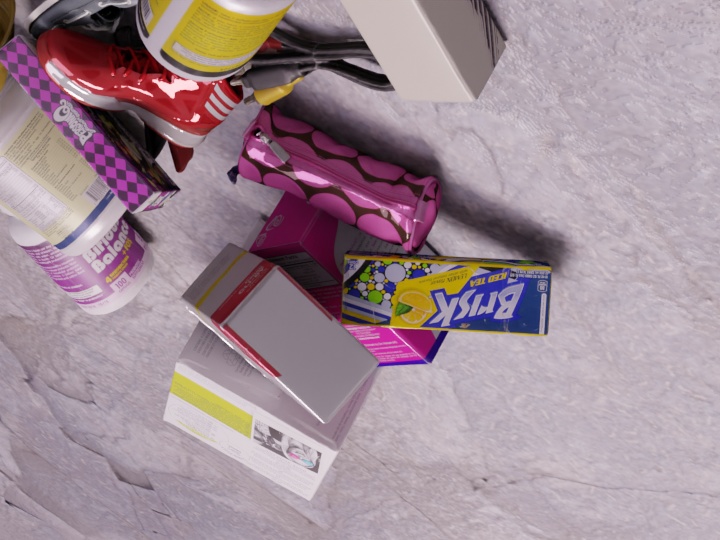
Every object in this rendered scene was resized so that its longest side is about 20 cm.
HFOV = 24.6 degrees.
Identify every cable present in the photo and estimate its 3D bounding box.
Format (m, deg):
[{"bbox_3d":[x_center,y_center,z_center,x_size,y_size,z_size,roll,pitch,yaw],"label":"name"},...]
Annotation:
[{"bbox_3d":[-0.047,-0.199,1.493,0.199,0.050,0.097,-5,121,31],"label":"cable"}]

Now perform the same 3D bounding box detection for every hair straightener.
[{"bbox_3d":[-0.222,-0.178,1.676,0.077,0.041,0.200,20,152,18],"label":"hair straightener"}]

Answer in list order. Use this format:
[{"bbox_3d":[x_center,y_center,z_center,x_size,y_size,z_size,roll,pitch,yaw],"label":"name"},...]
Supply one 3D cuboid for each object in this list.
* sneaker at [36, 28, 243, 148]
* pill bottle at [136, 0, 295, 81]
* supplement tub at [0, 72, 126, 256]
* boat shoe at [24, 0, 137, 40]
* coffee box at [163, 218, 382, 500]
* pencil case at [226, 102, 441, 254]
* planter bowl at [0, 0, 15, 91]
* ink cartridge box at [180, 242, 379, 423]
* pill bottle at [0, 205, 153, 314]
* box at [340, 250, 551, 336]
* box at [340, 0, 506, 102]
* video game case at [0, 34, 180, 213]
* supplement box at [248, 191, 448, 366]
[{"bbox_3d":[-0.197,-0.198,1.560,0.200,0.079,0.115,22,137,-38],"label":"sneaker"},{"bbox_3d":[-0.108,-0.246,1.367,0.114,0.115,0.200,34,153,-9],"label":"pill bottle"},{"bbox_3d":[-0.342,-0.127,1.769,0.200,0.145,0.145,39,152,-18],"label":"supplement tub"},{"bbox_3d":[-0.253,-0.247,1.546,0.062,0.073,0.200,52,143,-11],"label":"boat shoe"},{"bbox_3d":[-0.084,0.104,1.849,0.200,0.200,0.198,28,154,2],"label":"coffee box"},{"bbox_3d":[-0.020,-0.088,1.578,0.199,0.091,0.094,23,166,7],"label":"pencil case"},{"bbox_3d":[-0.416,-0.204,1.650,0.200,0.201,0.084,13,151,30],"label":"planter bowl"},{"bbox_3d":[-0.084,0.056,1.624,0.145,0.083,0.200,43,173,-18],"label":"ink cartridge box"},{"bbox_3d":[-0.342,-0.049,1.940,0.112,0.112,0.200,2,143,42],"label":"pill bottle"},{"bbox_3d":[0.082,0.021,1.591,0.199,0.070,0.064,3,-174,3],"label":"box"},{"bbox_3d":[0.035,-0.225,1.311,0.082,0.069,0.200,7,146,38],"label":"box"},{"bbox_3d":[-0.265,-0.143,1.637,0.200,0.036,0.181,49,-176,-1],"label":"video game case"},{"bbox_3d":[0.000,0.000,1.697,0.200,0.101,0.103,45,151,-25],"label":"supplement box"}]
